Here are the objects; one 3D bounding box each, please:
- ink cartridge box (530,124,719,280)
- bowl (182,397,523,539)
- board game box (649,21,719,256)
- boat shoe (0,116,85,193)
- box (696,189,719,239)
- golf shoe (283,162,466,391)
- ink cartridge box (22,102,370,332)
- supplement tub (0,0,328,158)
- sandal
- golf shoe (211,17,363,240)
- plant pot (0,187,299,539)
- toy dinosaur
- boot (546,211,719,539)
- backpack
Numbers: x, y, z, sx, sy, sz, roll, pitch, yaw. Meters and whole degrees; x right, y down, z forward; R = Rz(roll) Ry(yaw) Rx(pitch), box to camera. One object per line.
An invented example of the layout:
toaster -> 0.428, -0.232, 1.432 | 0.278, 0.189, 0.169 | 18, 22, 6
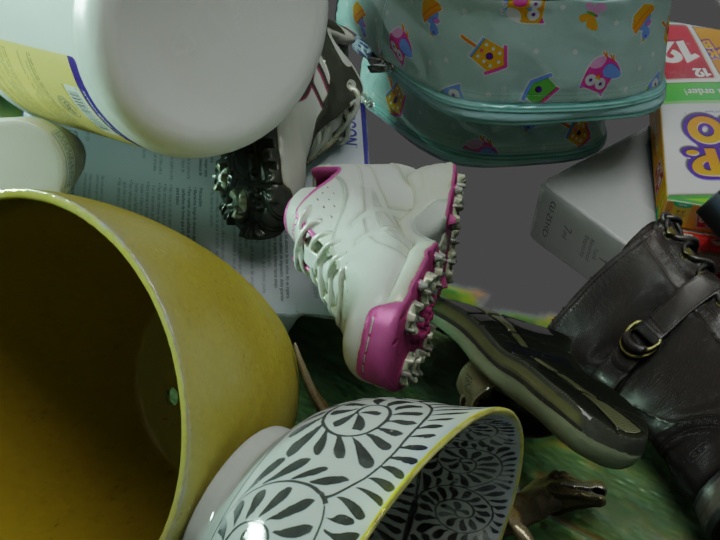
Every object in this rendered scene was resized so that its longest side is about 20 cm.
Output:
ink cartridge box -> 0.228, -0.023, 1.425 | 0.199, 0.045, 0.176 | -28, 55, -37
bowl -> -0.020, 0.129, 1.071 | 0.094, 0.202, 0.201 | 27, 43, 21
board game box -> 0.219, -0.076, 1.430 | 0.095, 0.030, 0.201 | 9, 42, -4
boat shoe -> -0.241, -0.048, 1.286 | 0.198, 0.073, 0.069 | -15, 3, 11
box -> 0.285, 0.007, 1.304 | 0.200, 0.110, 0.035 | 50, 39, 5
golf shoe -> 0.000, 0.000, 1.216 | 0.091, 0.076, 0.200 | 11, 23, 4
ink cartridge box -> -0.093, -0.034, 1.350 | 0.198, 0.044, 0.197 | 8, 40, -10
supplement tub -> -0.124, -0.142, 1.275 | 0.145, 0.147, 0.200 | -17, 20, -30
sandal -> 0.078, 0.062, 1.247 | 0.079, 0.058, 0.201 | 17, 13, -22
golf shoe -> -0.036, -0.091, 1.347 | 0.087, 0.077, 0.201 | 13, 40, -17
plant pot -> -0.110, 0.060, 1.151 | 0.200, 0.201, 0.142 | 41, 26, 28
toy dinosaur -> 0.038, 0.113, 1.200 | 0.199, 0.058, 0.102 | 23, 35, -31
boot -> 0.204, 0.031, 1.289 | 0.199, 0.069, 0.174 | -36, 56, 0
backpack -> 0.088, -0.144, 1.425 | 0.174, 0.155, 0.200 | -4, 18, -22
